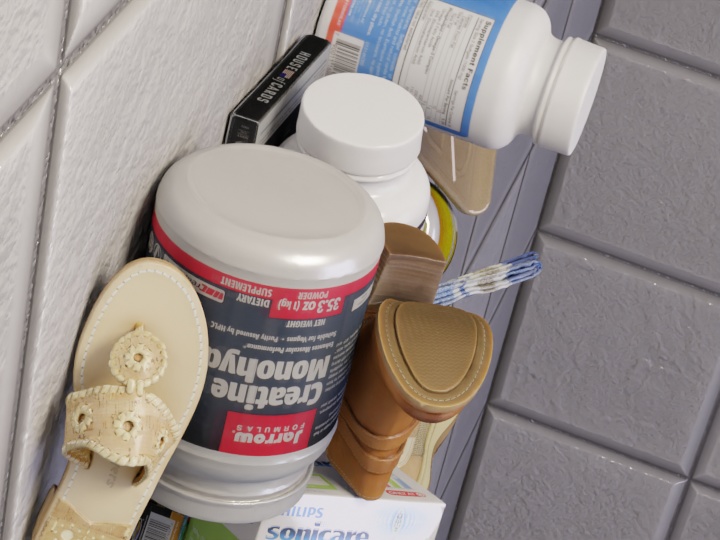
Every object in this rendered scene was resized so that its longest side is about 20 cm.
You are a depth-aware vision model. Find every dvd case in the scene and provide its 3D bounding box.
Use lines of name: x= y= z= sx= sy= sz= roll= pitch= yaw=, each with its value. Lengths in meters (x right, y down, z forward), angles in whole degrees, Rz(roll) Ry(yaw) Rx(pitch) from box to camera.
dvd case: x=-0.073 y=-0.047 z=1.553 sx=0.150 sy=0.025 sz=0.201 roll=-56 pitch=162 yaw=-58

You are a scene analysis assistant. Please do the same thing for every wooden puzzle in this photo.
wooden puzzle: x=0.063 y=-0.162 z=1.880 sx=0.200 sy=0.046 sz=0.187 roll=37 pitch=56 yaw=-60

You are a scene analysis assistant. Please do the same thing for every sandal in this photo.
sandal: x=-0.135 y=0.103 z=1.273 sx=0.070 sy=0.077 sz=0.213 roll=-112 pitch=-140 yaw=-65

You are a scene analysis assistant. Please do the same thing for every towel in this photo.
towel: x=0.047 y=0.033 z=1.941 sx=0.199 sy=0.024 sz=0.147 roll=-19 pitch=178 yaw=-38

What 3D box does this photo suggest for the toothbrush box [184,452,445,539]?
toothbrush box: x=-0.048 y=0.226 z=1.503 sx=0.145 sy=0.086 sz=0.201 roll=9 pitch=104 yaw=-35

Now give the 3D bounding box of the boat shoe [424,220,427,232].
boat shoe: x=0.013 y=-0.041 z=1.611 sx=0.072 sy=0.059 sz=0.201 roll=-45 pitch=135 yaw=-47

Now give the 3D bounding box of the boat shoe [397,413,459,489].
boat shoe: x=0.016 y=0.137 z=1.670 sx=0.071 sy=0.064 sz=0.200 roll=-36 pitch=-162 yaw=43

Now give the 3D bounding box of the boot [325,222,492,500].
boot: x=0.016 y=0.080 z=1.404 sx=0.200 sy=0.076 sz=0.156 roll=-114 pitch=-143 yaw=-57

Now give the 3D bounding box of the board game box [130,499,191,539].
board game box: x=-0.158 y=0.244 z=1.562 sx=0.165 sy=0.056 sz=0.201 roll=-1 pitch=110 yaw=-83

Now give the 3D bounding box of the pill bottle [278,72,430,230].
pill bottle: x=-0.014 y=-0.028 z=1.514 sx=0.112 sy=0.111 sz=0.201 roll=-59 pitch=166 yaw=-50

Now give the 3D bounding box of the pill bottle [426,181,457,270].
pill bottle: x=0.018 y=-0.033 z=1.865 sx=0.200 sy=0.109 sz=0.110 roll=6 pitch=104 yaw=-81

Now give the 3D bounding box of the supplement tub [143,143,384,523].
supplement tub: x=-0.071 y=0.038 z=1.367 sx=0.140 sy=0.139 sz=0.201 roll=-55 pitch=162 yaw=-59

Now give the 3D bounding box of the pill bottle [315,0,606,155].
pill bottle: x=0.073 y=-0.154 z=1.636 sx=0.112 sy=0.199 sz=0.113 roll=20 pitch=90 yaw=-82
